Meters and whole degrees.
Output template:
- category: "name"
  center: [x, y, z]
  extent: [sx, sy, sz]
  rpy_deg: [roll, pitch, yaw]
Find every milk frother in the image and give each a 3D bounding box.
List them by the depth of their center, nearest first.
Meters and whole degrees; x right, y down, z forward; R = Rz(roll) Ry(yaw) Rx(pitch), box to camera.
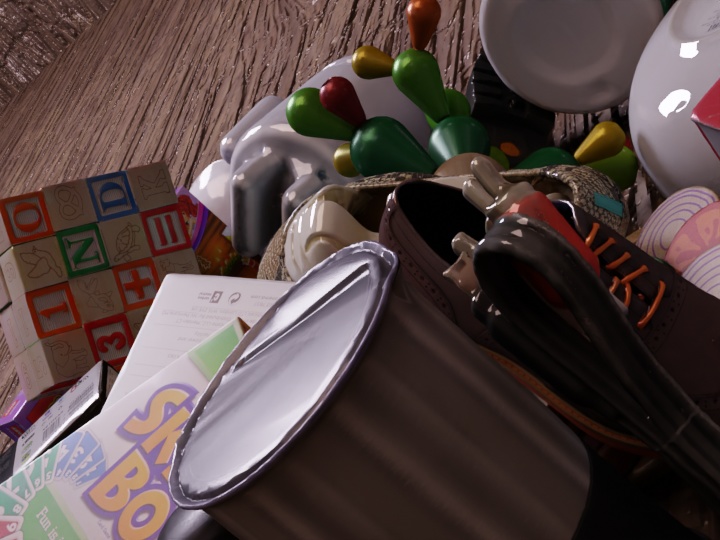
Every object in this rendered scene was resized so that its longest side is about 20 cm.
- category: "milk frother"
  center: [0.026, 0.125, 0.553]
  extent: [0.181, 0.188, 0.200]
  rpy_deg: [-50, 18, 1]

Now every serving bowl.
- category: "serving bowl"
  center: [0.215, -0.127, 0.839]
  extent: [0.200, 0.066, 0.201]
  rpy_deg: [-40, 22, 19]

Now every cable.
- category: "cable"
  center: [0.105, 0.034, 0.556]
  extent: [0.050, 0.199, 0.097]
  rpy_deg: [-48, -13, -16]

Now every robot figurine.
- category: "robot figurine"
  center: [-0.012, -0.076, 1.094]
  extent: [0.200, 0.168, 0.114]
  rpy_deg: [-46, -29, -46]

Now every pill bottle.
- category: "pill bottle"
  center: [0.151, -0.193, 1.008]
  extent: [0.113, 0.113, 0.200]
  rpy_deg: [-31, 19, 36]

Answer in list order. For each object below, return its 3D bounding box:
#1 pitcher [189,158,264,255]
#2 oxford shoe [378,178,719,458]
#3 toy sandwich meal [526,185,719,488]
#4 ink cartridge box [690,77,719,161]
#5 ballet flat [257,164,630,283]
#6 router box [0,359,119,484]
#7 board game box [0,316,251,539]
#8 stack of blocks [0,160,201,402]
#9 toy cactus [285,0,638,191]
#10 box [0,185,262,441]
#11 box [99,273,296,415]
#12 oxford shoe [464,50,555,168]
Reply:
- category: "pitcher"
  center: [-0.164, 0.024, 1.265]
  extent: [0.200, 0.121, 0.172]
  rpy_deg: [-48, -3, -35]
- category: "oxford shoe"
  center: [0.095, 0.018, 0.639]
  extent: [0.073, 0.198, 0.072]
  rpy_deg: [85, -153, -54]
- category: "toy sandwich meal"
  center: [0.110, 0.029, 0.743]
  extent: [0.205, 0.070, 0.206]
  rpy_deg: [-39, 21, 18]
- category: "ink cartridge box"
  center: [0.240, -0.059, 0.503]
  extent: [0.200, 0.145, 0.144]
  rpy_deg: [-49, 36, -6]
- category: "ballet flat"
  center: [0.023, -0.020, 0.741]
  extent: [0.198, 0.075, 0.069]
  rpy_deg: [-8, 74, 27]
- category: "router box"
  center: [-0.162, 0.171, 0.905]
  extent: [0.200, 0.149, 0.051]
  rpy_deg: [-42, 21, 10]
- category: "board game box"
  center: [-0.100, 0.102, 0.694]
  extent: [0.199, 0.030, 0.096]
  rpy_deg: [-33, 45, 7]
- category: "stack of blocks"
  center: [-0.149, 0.046, 0.980]
  extent: [0.114, 0.202, 0.058]
  rpy_deg: [-17, -5, -32]
- category: "toy cactus"
  center: [0.062, -0.062, 0.845]
  extent: [0.166, 0.198, 0.103]
  rpy_deg: [-93, 25, -59]
- category: "box"
  center: [-0.126, 0.064, 1.050]
  extent: [0.039, 0.137, 0.201]
  rpy_deg: [-21, 32, 57]
- category: "box"
  center: [-0.065, 0.120, 0.763]
  extent: [0.097, 0.124, 0.201]
  rpy_deg: [4, 60, 37]
- category: "oxford shoe"
  center: [0.076, -0.039, 0.971]
  extent: [0.085, 0.072, 0.201]
  rpy_deg: [117, 173, -46]
